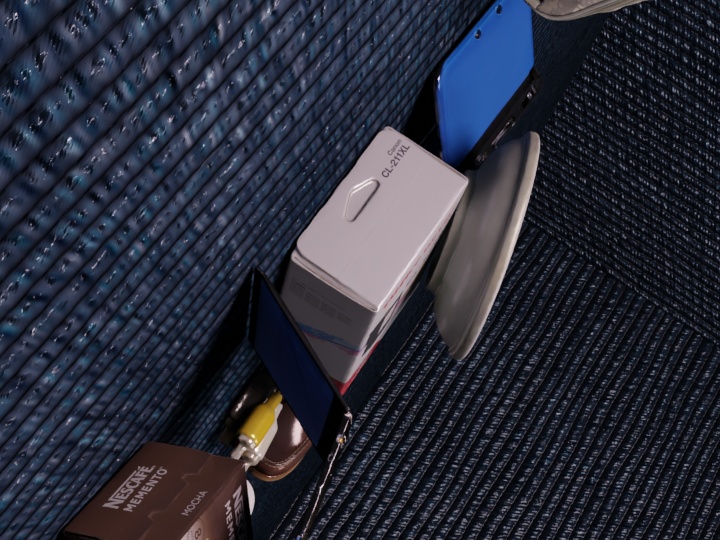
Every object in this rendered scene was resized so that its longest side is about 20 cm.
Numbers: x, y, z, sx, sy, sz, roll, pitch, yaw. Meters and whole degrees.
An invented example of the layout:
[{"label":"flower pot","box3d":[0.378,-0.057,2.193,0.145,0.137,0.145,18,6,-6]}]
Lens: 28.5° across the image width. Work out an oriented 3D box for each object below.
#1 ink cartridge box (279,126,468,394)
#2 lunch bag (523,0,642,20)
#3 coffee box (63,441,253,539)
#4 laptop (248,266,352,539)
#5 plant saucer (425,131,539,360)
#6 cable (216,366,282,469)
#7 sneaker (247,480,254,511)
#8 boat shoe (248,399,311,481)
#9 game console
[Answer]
[{"label":"ink cartridge box","box3d":[0.000,0.000,1.162,0.146,0.083,0.200,-54,174,-26]},{"label":"lunch bag","box3d":[0.204,-0.287,1.096,0.168,0.139,0.200,-40,-175,38]},{"label":"coffee box","box3d":[-0.127,0.234,0.963,0.113,0.079,0.201,-46,138,-56]},{"label":"laptop","box3d":[-0.068,0.129,1.001,0.177,0.103,0.201,105,7,-70]},{"label":"plant saucer","box3d":[0.094,-0.027,1.192,0.200,0.050,0.201,-161,-90,-89]},{"label":"cable","box3d":[-0.068,0.102,1.304,0.200,0.050,0.097,-54,175,-18]},{"label":"sneaker","box3d":[-0.157,0.237,1.260,0.200,0.073,0.112,-50,180,16]},{"label":"boat shoe","box3d":[-0.056,0.119,1.430,0.070,0.070,0.201,-52,-172,51]},{"label":"game console","box3d":[0.081,-0.158,1.310,0.170,0.119,0.200,-18,-155,44]}]
